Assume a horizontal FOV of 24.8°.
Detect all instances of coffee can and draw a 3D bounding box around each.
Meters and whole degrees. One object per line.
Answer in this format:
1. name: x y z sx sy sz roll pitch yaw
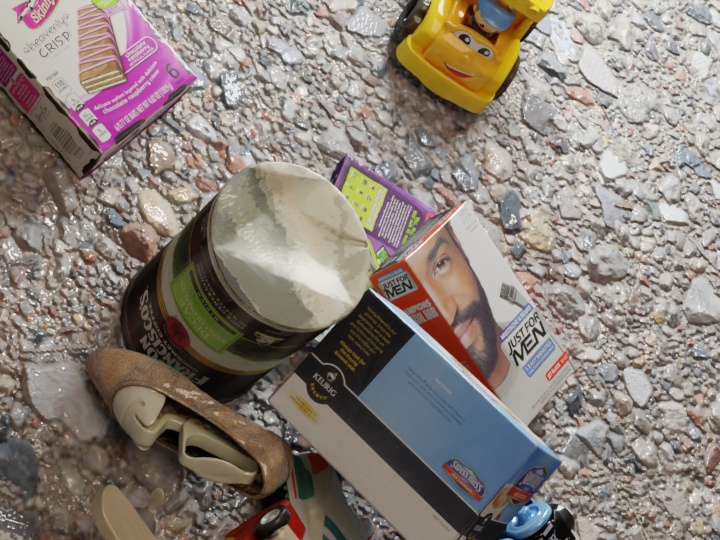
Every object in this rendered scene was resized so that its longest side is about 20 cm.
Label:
1. coffee can: -0.101 0.015 1.388 0.145 0.200 0.148 12 63 -25

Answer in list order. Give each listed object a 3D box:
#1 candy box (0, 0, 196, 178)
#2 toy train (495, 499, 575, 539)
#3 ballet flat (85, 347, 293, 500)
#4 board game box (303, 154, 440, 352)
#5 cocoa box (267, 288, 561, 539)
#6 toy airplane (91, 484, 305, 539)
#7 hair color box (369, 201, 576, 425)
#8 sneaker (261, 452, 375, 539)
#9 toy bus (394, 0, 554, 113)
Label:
1. candy box: -0.263 -0.203 1.473 0.200 0.061 0.136 48 54 -4
2. toy train: 0.112 0.280 1.452 0.200 0.114 0.087 -45 107 -36
3. ballet flat: -0.149 0.129 1.364 0.199 0.068 0.067 26 37 3
4. board game box: 0.000 0.000 1.562 0.119 0.032 0.201 29 57 -13
5. cocoa box: 0.049 0.135 1.372 0.200 0.133 0.131 43 91 20
6. toy airplane: -0.132 0.277 1.294 0.198 0.141 0.202 12 73 -38
7. hair color box: 0.109 0.050 1.564 0.201 0.064 0.111 54 51 -9
8. sneaker: -0.024 0.250 1.410 0.093 0.070 0.201 -1 66 -26
9. toy bus: 0.146 -0.290 1.676 0.135 0.192 0.201 33 58 -16
